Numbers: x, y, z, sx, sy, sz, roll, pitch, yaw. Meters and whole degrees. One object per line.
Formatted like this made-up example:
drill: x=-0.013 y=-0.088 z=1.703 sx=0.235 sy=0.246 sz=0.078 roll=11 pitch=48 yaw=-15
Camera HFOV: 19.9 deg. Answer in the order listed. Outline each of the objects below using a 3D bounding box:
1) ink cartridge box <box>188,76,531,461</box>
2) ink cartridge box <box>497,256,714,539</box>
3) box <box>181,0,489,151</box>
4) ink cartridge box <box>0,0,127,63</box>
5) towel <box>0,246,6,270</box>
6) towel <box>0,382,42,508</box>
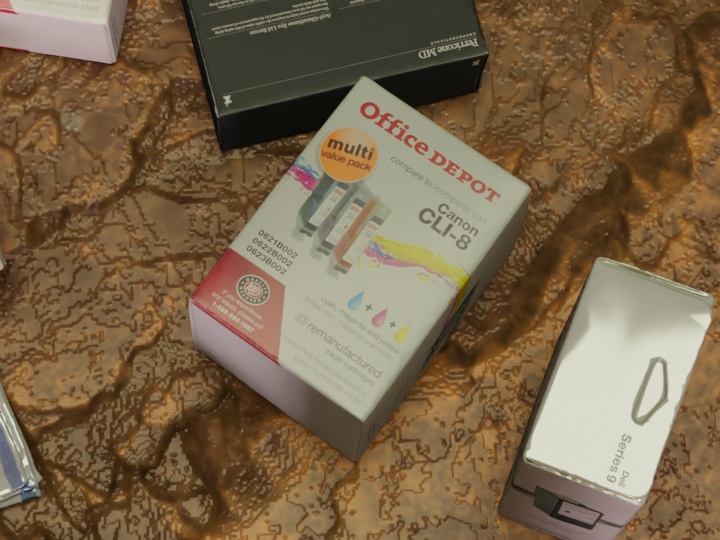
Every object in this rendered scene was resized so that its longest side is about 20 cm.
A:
ink cartridge box: x=0.000 y=0.000 z=1.401 sx=0.145 sy=0.145 sz=0.200 roll=34 pitch=75 yaw=8
ink cartridge box: x=0.158 y=0.092 z=1.350 sx=0.084 sy=0.200 sz=0.146 roll=20 pitch=74 yaw=5
box: x=-0.023 y=-0.183 z=1.487 sx=0.200 sy=0.079 sz=0.141 roll=-13 pitch=72 yaw=-6
ink cartridge box: x=-0.235 y=-0.267 z=1.499 sx=0.145 sy=0.084 sz=0.200 roll=8 pitch=74 yaw=0
towel: x=-0.352 y=-0.027 z=1.408 sx=0.200 sy=0.034 sz=0.133 roll=-15 pitch=74 yaw=-6
towel: x=-0.335 y=0.123 z=1.417 sx=0.200 sy=0.024 sz=0.147 roll=-21 pitch=75 yaw=-8
